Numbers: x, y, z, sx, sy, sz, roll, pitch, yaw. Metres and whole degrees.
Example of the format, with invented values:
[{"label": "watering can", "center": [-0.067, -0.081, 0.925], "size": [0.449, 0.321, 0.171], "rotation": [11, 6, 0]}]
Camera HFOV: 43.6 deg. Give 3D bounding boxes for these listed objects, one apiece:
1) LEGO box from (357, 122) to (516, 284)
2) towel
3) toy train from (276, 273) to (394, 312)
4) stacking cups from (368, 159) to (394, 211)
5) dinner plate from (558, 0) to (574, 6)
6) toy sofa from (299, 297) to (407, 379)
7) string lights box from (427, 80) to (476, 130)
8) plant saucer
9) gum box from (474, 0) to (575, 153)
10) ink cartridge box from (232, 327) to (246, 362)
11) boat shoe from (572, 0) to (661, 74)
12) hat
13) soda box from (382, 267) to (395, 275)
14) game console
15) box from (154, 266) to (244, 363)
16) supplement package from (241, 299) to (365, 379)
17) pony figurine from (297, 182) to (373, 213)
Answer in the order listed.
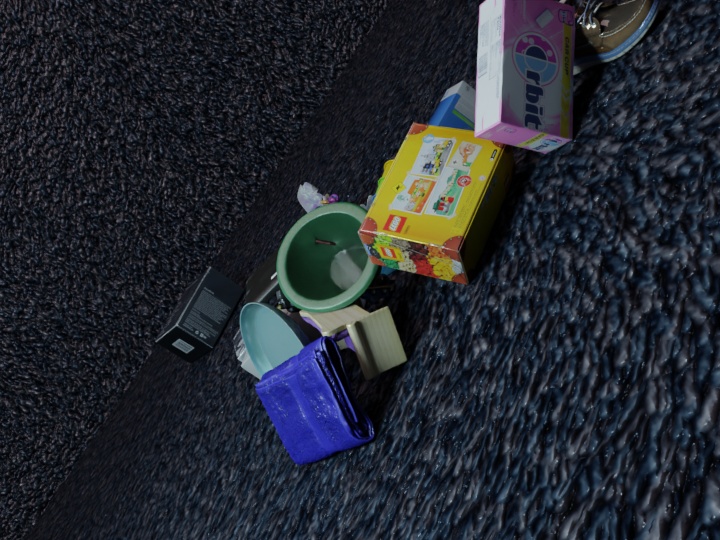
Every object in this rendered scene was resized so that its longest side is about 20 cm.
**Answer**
[{"label": "LEGO box", "center": [0.108, -0.096, 1.229], "size": [0.148, 0.077, 0.201], "rotation": [13, 61, 27]}, {"label": "towel", "center": [-0.070, 0.185, 1.223], "size": [0.049, 0.149, 0.200], "rotation": [-19, -9, -35]}, {"label": "toy train", "center": [-0.034, 0.037, 1.395], "size": [0.034, 0.198, 0.046], "rotation": [-24, 75, 64]}, {"label": "stacking cups", "center": [0.044, -0.109, 1.643], "size": [0.060, 0.060, 0.201], "rotation": [-33, 31, 53]}, {"label": "dinner plate", "center": [0.259, -0.331, 1.362], "size": [0.201, 0.024, 0.200], "rotation": [-54, -9, -12]}, {"label": "toy sofa", "center": [-0.015, 0.092, 1.280], "size": [0.097, 0.084, 0.200], "rotation": [-22, 12, -12]}, {"label": "string lights box", "center": [0.140, -0.181, 1.402], "size": [0.201, 0.102, 0.059], "rotation": [-60, 17, -16]}, {"label": "plant saucer", "center": [-0.117, 0.134, 1.404], "size": [0.027, 0.201, 0.200], "rotation": [-32, 3, -31]}, {"label": "gum box", "center": [0.218, -0.269, 1.192], "size": [0.066, 0.112, 0.202], "rotation": [159, 117, -64]}, {"label": "ink cartridge box", "center": [-0.241, 0.139, 2.004], "size": [0.100, 0.039, 0.200], "rotation": [-56, 15, 1]}, {"label": "boat shoe", "center": [0.318, -0.325, 1.222], "size": [0.073, 0.072, 0.200], "rotation": [-62, 17, -21]}, {"label": "hat", "center": [0.000, 0.000, 1.365], "size": [0.198, 0.176, 0.167], "rotation": [-15, 67, 23]}, {"label": "soda box", "center": [0.025, -0.029, 1.509], "size": [0.200, 0.064, 0.068], "rotation": [-36, 25, 52]}, {"label": "game console", "center": [-0.096, 0.000, 1.568], "size": [0.200, 0.116, 0.176], "rotation": [-45, 23, 17]}, {"label": "box", "center": [-0.441, 0.124, 2.469], "size": [0.200, 0.123, 0.198], "rotation": [-31, 30, 56]}, {"label": "supplement package", "center": [-0.095, 0.100, 1.516], "size": [0.200, 0.109, 0.114], "rotation": [-46, 17, 30]}, {"label": "pony figurine", "center": [-0.067, -0.082, 1.780], "size": [0.193, 0.165, 0.202], "rotation": [144, 141, -68]}]
